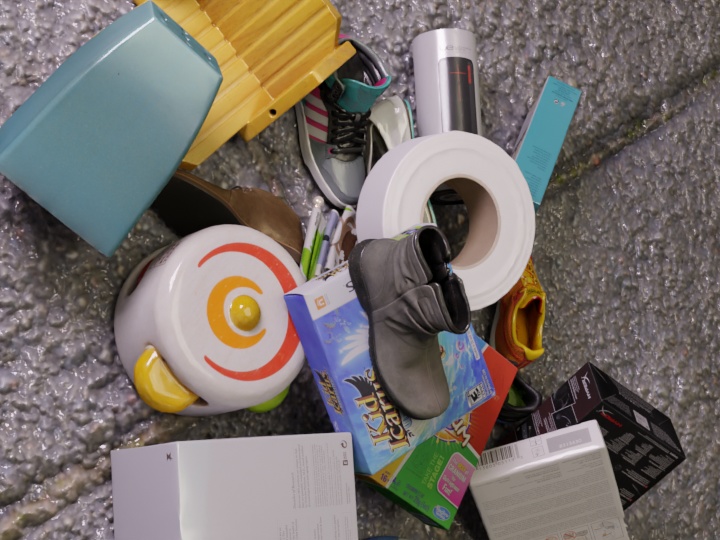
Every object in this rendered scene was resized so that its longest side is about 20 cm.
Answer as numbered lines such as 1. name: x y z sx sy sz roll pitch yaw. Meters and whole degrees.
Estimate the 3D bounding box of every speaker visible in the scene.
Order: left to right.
1. speaker: 0.106 -0.186 1.673 0.080 0.081 0.203 5 77 -34

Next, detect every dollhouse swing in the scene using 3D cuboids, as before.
1. dollhouse swing: -0.149 -0.237 1.443 0.201 0.181 0.176 52 32 -8

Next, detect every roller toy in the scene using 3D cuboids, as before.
1. roller toy: -0.147 0.051 1.405 0.198 0.139 0.185 1 79 -34

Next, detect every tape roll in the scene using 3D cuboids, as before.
1. tape roll: 0.097 -0.053 1.565 0.200 0.071 0.205 0 90 -27

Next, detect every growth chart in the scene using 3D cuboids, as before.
1. growth chart: 0.000 0.000 1.564 0.199 0.018 0.146 32 55 -41

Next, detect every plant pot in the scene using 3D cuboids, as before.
1. plant pot: -0.231 -0.149 1.330 0.141 0.142 0.200 40 100 -21

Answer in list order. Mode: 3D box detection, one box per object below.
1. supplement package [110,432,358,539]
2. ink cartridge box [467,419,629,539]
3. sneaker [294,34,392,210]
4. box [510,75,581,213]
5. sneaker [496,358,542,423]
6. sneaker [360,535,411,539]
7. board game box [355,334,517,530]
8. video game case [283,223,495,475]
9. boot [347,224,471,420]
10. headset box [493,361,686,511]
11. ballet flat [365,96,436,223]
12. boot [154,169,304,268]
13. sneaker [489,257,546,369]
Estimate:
1. supplement package: -0.125 0.244 1.373 0.198 0.150 0.154 2 80 -35
2. ink cartridge box: 0.218 0.270 1.594 0.050 0.159 0.201 -99 170 -48
3. sneaker: -0.010 -0.176 1.562 0.083 0.120 0.202 -15 89 -36
4. box: 0.214 -0.140 1.714 0.049 0.083 0.201 24 55 0
5. sneaker: 0.138 0.110 1.628 0.199 0.082 0.071 38 59 -23
6. sneaker: 0.070 0.332 1.535 0.198 0.082 0.075 8 76 -32
7. board game box: 0.076 0.157 1.510 0.153 0.040 0.202 37 69 -32
8. video game case: 0.035 0.079 1.427 0.180 0.045 0.202 -28 103 -30
9. boot: 0.061 0.057 1.339 0.067 0.130 0.202 -27 103 -29
10. headset box: 0.256 0.226 1.636 0.148 0.200 0.078 32 26 -24
11. ballet flat: 0.042 -0.101 1.624 0.069 0.069 0.203 -14 92 -36
12. boot: -0.140 -0.063 1.489 0.199 0.073 0.076 33 47 -32
13. sneaker: 0.197 0.020 1.692 0.072 0.077 0.202 7 68 -33
